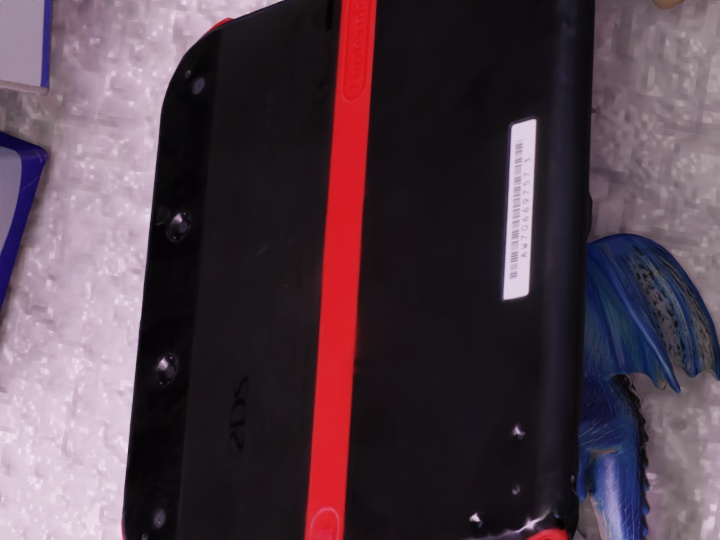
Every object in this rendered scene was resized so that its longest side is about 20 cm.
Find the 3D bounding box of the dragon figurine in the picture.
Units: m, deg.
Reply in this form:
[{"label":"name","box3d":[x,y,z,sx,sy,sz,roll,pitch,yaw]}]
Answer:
[{"label":"dragon figurine","box3d":[0.074,0.024,0.786,0.099,0.059,0.200,-41,78,20]}]

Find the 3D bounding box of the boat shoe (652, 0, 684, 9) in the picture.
[{"label":"boat shoe","box3d":[0.045,-0.161,0.774,0.200,0.074,0.069,46,103,11]}]

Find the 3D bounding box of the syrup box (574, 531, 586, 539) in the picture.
[{"label":"syrup box","box3d":[0.058,0.142,0.792,0.200,0.079,0.081,45,109,12]}]

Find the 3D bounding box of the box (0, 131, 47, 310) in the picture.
[{"label":"box","box3d":[-0.236,-0.019,0.829,0.183,0.200,0.105,21,101,18]}]

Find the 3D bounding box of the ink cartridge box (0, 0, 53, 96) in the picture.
[{"label":"ink cartridge box","box3d":[-0.183,-0.161,0.776,0.047,0.200,0.199,-5,81,44]}]

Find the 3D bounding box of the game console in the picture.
[{"label":"game console","box3d":[0.000,0.000,0.768,0.176,0.031,0.201,-14,64,39]}]
